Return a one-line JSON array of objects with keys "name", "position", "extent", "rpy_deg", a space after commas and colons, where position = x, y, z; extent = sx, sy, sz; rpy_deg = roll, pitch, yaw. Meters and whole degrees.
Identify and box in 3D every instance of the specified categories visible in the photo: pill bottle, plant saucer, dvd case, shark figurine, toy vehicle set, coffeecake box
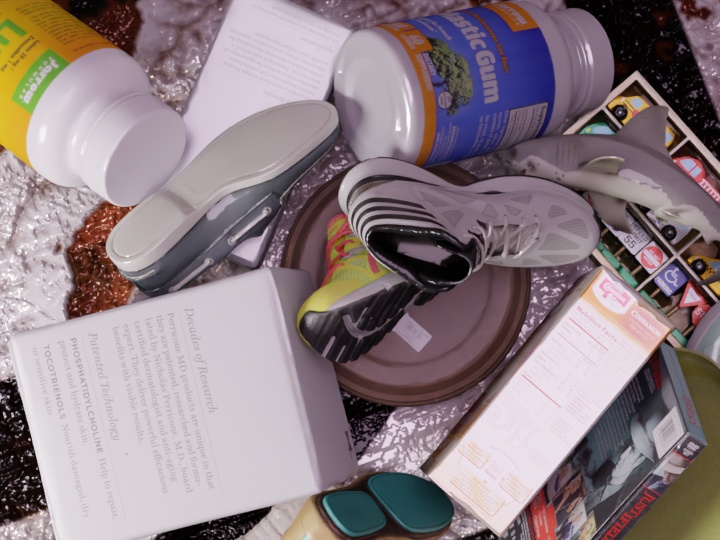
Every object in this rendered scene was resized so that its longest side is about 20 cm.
[{"name": "pill bottle", "position": [0.090, -0.144, 1.509], "extent": [0.200, 0.112, 0.112], "rpy_deg": [-15, 87, -29]}, {"name": "plant saucer", "position": [0.231, 0.159, 1.496], "extent": [0.031, 0.200, 0.201], "rpy_deg": [17, 86, -32]}, {"name": "pill bottle", "position": [-0.228, -0.132, 1.494], "extent": [0.200, 0.111, 0.111], "rpy_deg": [35, 86, 27]}, {"name": "dvd case", "position": [0.174, 0.159, 1.471], "extent": [0.022, 0.146, 0.200], "rpy_deg": [32, 110, -15]}, {"name": "shark figurine", "position": [0.227, -0.073, 1.485], "extent": [0.214, 0.128, 0.090], "rpy_deg": [24, 70, -11]}, {"name": "toy vehicle set", "position": [0.236, -0.042, 1.573], "extent": [0.124, 0.027, 0.200], "rpy_deg": [-41, 88, -3]}, {"name": "coffeecake box", "position": [0.137, 0.098, 1.500], "extent": [0.073, 0.154, 0.200], "rpy_deg": [40, 87, 2]}, {"name": "plant saucer", "position": [0.036, 0.007, 1.568], "extent": [0.199, 0.029, 0.201], "rpy_deg": [0, 87, -2]}]

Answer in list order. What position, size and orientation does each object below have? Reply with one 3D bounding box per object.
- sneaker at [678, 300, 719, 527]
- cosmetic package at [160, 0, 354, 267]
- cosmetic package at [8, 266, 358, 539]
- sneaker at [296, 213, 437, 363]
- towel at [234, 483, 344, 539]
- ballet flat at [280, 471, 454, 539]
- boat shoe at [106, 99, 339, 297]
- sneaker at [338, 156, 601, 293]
[{"name": "sneaker", "position": [0.293, 0.123, 1.512], "extent": [0.074, 0.118, 0.201], "rpy_deg": [13, 91, -27]}, {"name": "cosmetic package", "position": [-0.086, -0.111, 1.544], "extent": [0.101, 0.074, 0.200], "rpy_deg": [24, 89, 0]}, {"name": "cosmetic package", "position": [-0.125, 0.102, 1.477], "extent": [0.199, 0.167, 0.167], "rpy_deg": [-15, 86, 8]}, {"name": "sneaker", "position": [0.000, 0.000, 1.480], "extent": [0.090, 0.200, 0.078], "rpy_deg": [40, 124, 12]}, {"name": "towel", "position": [-0.012, 0.265, 1.549], "extent": [0.132, 0.034, 0.200], "rpy_deg": [-40, 87, -4]}, {"name": "ballet flat", "position": [0.001, 0.190, 1.491], "extent": [0.063, 0.200, 0.069], "rpy_deg": [-45, 67, 20]}, {"name": "boat shoe", "position": [-0.095, -0.053, 1.479], "extent": [0.200, 0.073, 0.062], "rpy_deg": [-37, 132, -8]}, {"name": "sneaker", "position": [0.087, -0.015, 1.423], "extent": [0.200, 0.115, 0.076], "rpy_deg": [8, 122, -16]}]
